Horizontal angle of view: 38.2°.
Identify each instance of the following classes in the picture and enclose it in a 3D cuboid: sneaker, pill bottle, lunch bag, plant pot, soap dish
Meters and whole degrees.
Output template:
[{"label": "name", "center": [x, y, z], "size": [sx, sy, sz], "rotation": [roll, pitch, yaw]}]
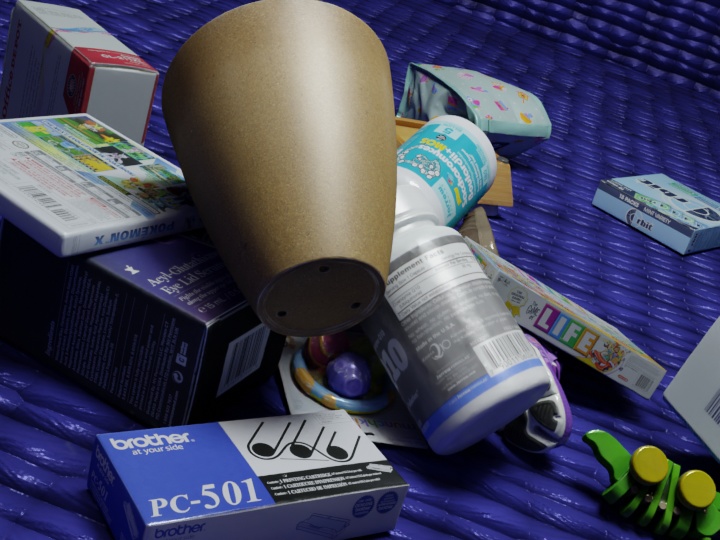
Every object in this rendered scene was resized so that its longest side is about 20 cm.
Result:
[{"label": "sneaker", "center": [0.156, 0.091, 0.943], "size": [0.082, 0.082, 0.201], "rotation": [17, 23, -17]}, {"label": "sneaker", "center": [0.115, -0.025, 1.169], "size": [0.074, 0.072, 0.200], "rotation": [-17, 6, 6]}, {"label": "pill bottle", "center": [0.059, 0.037, 0.854], "size": [0.113, 0.114, 0.202], "rotation": [-9, 61, -46]}, {"label": "lunch bag", "center": [0.179, -0.240, 1.617], "size": [0.168, 0.124, 0.199], "rotation": [0, 23, -36]}, {"label": "plant pot", "center": [-0.046, -0.059, 0.768], "size": [0.183, 0.187, 0.203], "rotation": [5, 51, -26]}, {"label": "soap dish", "center": [0.094, -0.144, 1.398], "size": [0.197, 0.082, 0.158], "rotation": [5, 27, -30]}, {"label": "pill bottle", "center": [0.067, -0.087, 1.184], "size": [0.110, 0.112, 0.200], "rotation": [26, 45, 20]}]

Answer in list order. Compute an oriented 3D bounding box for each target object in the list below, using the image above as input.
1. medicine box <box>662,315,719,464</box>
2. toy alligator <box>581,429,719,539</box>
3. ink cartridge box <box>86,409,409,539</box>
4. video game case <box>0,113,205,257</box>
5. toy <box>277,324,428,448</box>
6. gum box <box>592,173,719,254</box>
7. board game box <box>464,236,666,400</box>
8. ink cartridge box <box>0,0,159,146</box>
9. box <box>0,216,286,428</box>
[{"label": "medicine box", "center": [0.394, 0.151, 0.890], "size": [0.198, 0.104, 0.183], "rotation": [25, 18, -28]}, {"label": "toy alligator", "center": [0.262, 0.194, 0.834], "size": [0.198, 0.059, 0.055], "rotation": [27, 69, 4]}, {"label": "ink cartridge box", "center": [-0.074, 0.145, 0.702], "size": [0.197, 0.045, 0.094], "rotation": [-1, 28, -36]}, {"label": "video game case", "center": [-0.230, -0.076, 0.837], "size": [0.198, 0.022, 0.181], "rotation": [30, 26, 28]}, {"label": "toy", "center": [-0.015, 0.071, 0.899], "size": [0.113, 0.048, 0.201], "rotation": [8, 25, -20]}, {"label": "gum box", "center": [0.479, -0.090, 1.598], "size": [0.198, 0.045, 0.169], "rotation": [-9, 35, -47]}, {"label": "board game box", "center": [0.189, 0.044, 1.019], "size": [0.198, 0.035, 0.135], "rotation": [30, 9, -15]}, {"label": "ink cartridge box", "center": [-0.310, -0.187, 1.121], "size": [0.082, 0.148, 0.200], "rotation": [-3, 31, -41]}, {"label": "box", "center": [-0.170, 0.022, 0.824], "size": [0.198, 0.106, 0.148], "rotation": [26, 25, 17]}]
